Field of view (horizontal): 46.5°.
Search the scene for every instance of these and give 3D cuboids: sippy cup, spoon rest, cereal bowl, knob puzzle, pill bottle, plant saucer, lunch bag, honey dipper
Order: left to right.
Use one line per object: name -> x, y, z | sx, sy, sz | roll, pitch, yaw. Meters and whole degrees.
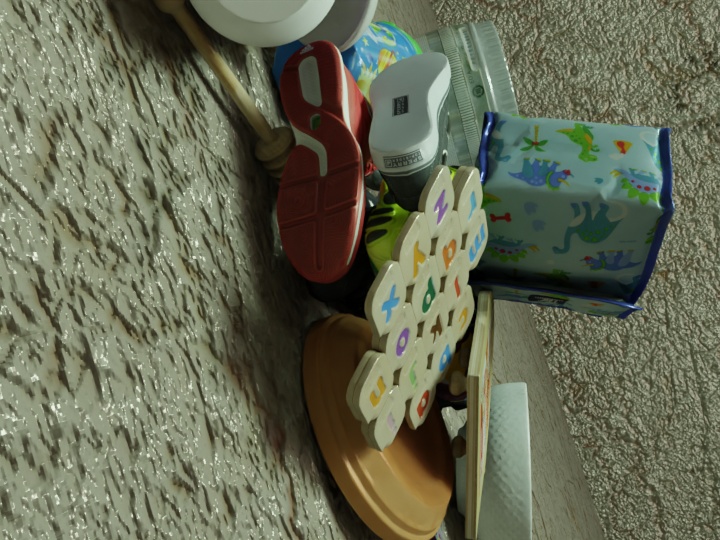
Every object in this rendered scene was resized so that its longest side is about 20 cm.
honey dipper -> -0.096, -0.140, 0.652 | 0.200, 0.038, 0.038 | 55, 22, -40
pill bottle -> -0.072, -0.224, 0.607 | 0.200, 0.112, 0.113 | -108, 174, -70
spoon rest -> -0.053, -0.252, 0.747 | 0.060, 0.200, 0.100 | 1, 111, -38
sippy cup -> -0.016, -0.196, 0.840 | 0.130, 0.177, 0.141 | 2, 103, -63
plant saucer -> 0.024, 0.124, 0.694 | 0.200, 0.037, 0.201 | 49, 24, -31
knob puzzle -> 0.102, 0.107, 0.769 | 0.220, 0.030, 0.222 | 3, 90, -78
cereal bowl -> 0.154, 0.230, 0.965 | 0.200, 0.082, 0.202 | -1, 90, -79
lunch bag -> 0.182, -0.032, 0.774 | 0.201, 0.168, 0.128 | 87, 15, -52

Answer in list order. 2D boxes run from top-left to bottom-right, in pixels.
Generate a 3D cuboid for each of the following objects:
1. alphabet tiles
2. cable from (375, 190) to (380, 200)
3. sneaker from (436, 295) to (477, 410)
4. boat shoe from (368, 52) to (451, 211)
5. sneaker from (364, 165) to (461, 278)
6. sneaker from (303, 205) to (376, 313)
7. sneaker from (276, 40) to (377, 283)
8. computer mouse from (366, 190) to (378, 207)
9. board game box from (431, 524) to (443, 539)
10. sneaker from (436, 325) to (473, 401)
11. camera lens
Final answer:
alphabet tiles -> 0.046, 0.026, 0.607 | 0.201, 0.014, 0.196 | -62, 153, -24
cable -> 0.105, -0.036, 0.966 | 0.199, 0.200, 0.070 | 28, 74, -23
sneaker -> 0.115, 0.086, 0.925 | 0.201, 0.072, 0.113 | 102, -17, -51
boat shoe -> 0.042, -0.119, 0.689 | 0.201, 0.068, 0.057 | -77, 153, -53
sneaker -> 0.046, -0.034, 0.701 | 0.200, 0.073, 0.084 | -57, 149, -56
sneaker -> 0.000, 0.000, 0.758 | 0.200, 0.075, 0.092 | -53, 127, -71
sneaker -> -0.007, -0.076, 0.677 | 0.115, 0.078, 0.202 | 30, 55, -55
computer mouse -> 0.032, -0.010, 0.910 | 0.058, 0.034, 0.201 | 24, -34, 53
board game box -> 0.044, 0.156, 0.818 | 0.120, 0.032, 0.201 | 56, 21, -34
sneaker -> 0.068, 0.038, 0.830 | 0.090, 0.074, 0.202 | -18, 91, -79
camera lens -> 0.074, -0.190, 0.977 | 0.160, 0.198, 0.162 | -15, 90, -81
